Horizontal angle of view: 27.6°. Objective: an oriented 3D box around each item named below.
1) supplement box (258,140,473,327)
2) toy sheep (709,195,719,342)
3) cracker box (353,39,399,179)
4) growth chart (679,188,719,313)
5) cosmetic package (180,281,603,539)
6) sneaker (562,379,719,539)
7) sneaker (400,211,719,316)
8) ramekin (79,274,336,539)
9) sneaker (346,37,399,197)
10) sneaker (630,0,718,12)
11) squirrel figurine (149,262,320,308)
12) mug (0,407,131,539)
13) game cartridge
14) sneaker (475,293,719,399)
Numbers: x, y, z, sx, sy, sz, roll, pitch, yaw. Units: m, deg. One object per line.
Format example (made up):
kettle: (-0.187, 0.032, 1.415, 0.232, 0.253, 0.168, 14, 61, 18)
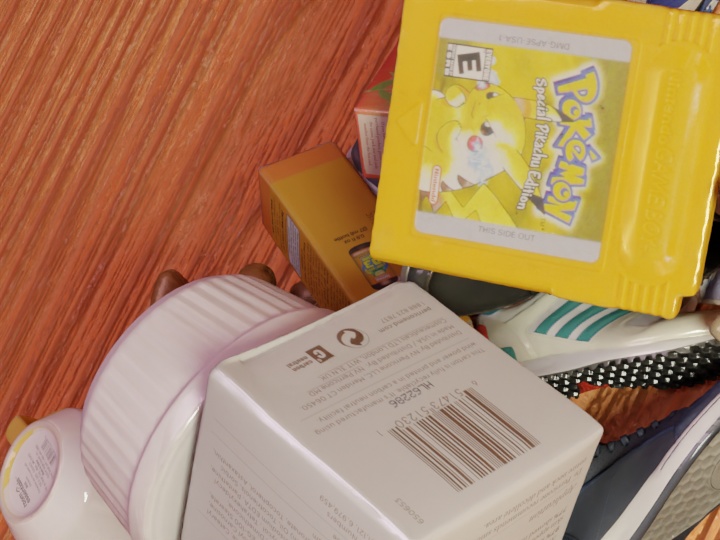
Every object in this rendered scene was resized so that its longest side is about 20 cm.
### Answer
supplement box: (0.000, 0.000, 1.029, 0.066, 0.069, 0.200, -21, 51, -19)
toy sheep: (0.272, -0.035, 0.840, 0.200, 0.138, 0.138, -42, 45, 9)
cracker box: (0.112, -0.108, 0.949, 0.199, 0.058, 0.134, 7, 39, 21)
growth chart: (0.198, -0.024, 0.990, 0.200, 0.018, 0.145, -2, 72, 44)
cosmetic package: (0.009, 0.149, 0.868, 0.166, 0.167, 0.201, 37, 130, 30)
sneaker: (0.159, 0.106, 0.920, 0.203, 0.077, 0.146, -52, 46, 13)
sneaker: (0.128, -0.014, 0.916, 0.199, 0.075, 0.106, -25, 33, -9)
ramekin: (-0.090, 0.094, 0.945, 0.094, 0.202, 0.203, 35, 96, 30)
sneaker: (0.042, -0.130, 1.101, 0.200, 0.077, 0.112, -96, 26, -55)
sneaker: (0.198, -0.214, 1.016, 0.080, 0.115, 0.200, 13, 79, 46)
squirrel figurine: (-0.064, 0.097, 1.113, 0.186, 0.141, 0.201, 4, 74, 38)
mug: (-0.220, 0.185, 1.198, 0.186, 0.153, 0.150, -15, 61, 40)
game cartridge: (0.112, -0.074, 0.861, 0.199, 0.032, 0.177, 11, 101, 20)
sneaker: (0.156, 0.030, 0.951, 0.199, 0.070, 0.094, -14, 64, 37)
